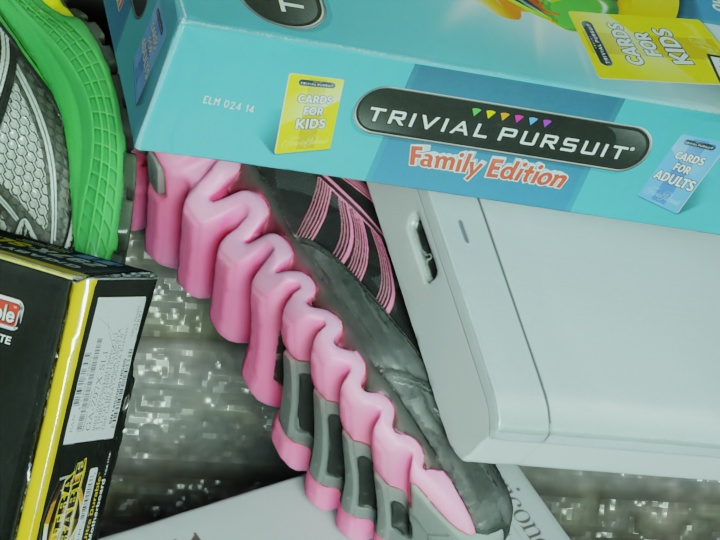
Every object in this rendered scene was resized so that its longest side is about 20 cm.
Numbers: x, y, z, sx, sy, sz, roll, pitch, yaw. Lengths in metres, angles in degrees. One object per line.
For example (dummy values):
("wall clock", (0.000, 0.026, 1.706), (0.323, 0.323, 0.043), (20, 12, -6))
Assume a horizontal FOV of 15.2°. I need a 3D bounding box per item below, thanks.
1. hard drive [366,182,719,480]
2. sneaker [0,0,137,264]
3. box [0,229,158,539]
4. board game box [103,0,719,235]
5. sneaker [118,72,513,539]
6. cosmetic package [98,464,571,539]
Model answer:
("hard drive", (0.098, 0.005, 0.841), (0.200, 0.132, 0.027), (7, 141, -35))
("sneaker", (-0.125, -0.056, 0.790), (0.085, 0.078, 0.200), (-13, 68, -27))
("box", (-0.167, 0.053, 0.746), (0.200, 0.049, 0.160), (16, 97, 21))
("board game box", (0.023, -0.085, 0.806), (0.200, 0.151, 0.047), (8, 128, -22))
("sneaker", (0.000, 0.000, 0.831), (0.095, 0.079, 0.200), (-23, 66, -24))
("cosmetic package", (-0.025, 0.126, 0.821), (0.200, 0.101, 0.071), (-16, 146, -33))
